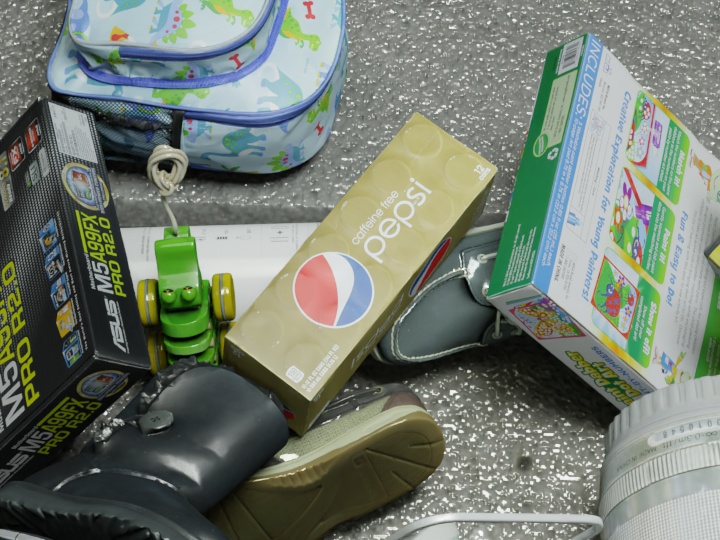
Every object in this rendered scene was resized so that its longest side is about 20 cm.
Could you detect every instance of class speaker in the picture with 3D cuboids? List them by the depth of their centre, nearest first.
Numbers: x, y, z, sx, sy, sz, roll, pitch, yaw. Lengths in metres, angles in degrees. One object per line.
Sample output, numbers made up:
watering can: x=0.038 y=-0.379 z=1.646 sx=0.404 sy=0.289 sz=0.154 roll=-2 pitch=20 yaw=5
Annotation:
speaker: x=-0.089 y=0.009 z=1.207 sx=0.197 sy=0.082 sz=0.082 roll=-2 pitch=57 yaw=-2

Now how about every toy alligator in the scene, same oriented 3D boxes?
toy alligator: x=-0.109 y=0.020 z=1.127 sx=0.059 sy=0.202 sz=0.055 roll=-5 pitch=38 yaw=1

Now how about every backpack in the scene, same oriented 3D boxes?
backpack: x=-0.108 y=-0.164 z=1.278 sx=0.198 sy=0.147 sz=0.185 roll=10 pitch=60 yaw=2

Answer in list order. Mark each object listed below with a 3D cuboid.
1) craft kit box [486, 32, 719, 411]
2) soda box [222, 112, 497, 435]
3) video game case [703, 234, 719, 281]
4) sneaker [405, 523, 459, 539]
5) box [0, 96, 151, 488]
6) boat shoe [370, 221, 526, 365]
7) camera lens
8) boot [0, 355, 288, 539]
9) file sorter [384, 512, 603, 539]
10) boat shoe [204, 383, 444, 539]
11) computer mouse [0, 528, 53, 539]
craft kit box: x=0.177 y=-0.016 z=1.177 sx=0.197 sy=0.048 sz=0.201 roll=37 pitch=53 yaw=-28
soda box: x=0.000 y=0.000 z=1.133 sx=0.067 sy=0.064 sz=0.200 roll=35 pitch=66 yaw=10
video game case: x=0.292 y=0.069 z=1.111 sx=0.025 sy=0.200 sz=0.181 roll=-43 pitch=65 yaw=4
sneaker: x=0.027 y=0.243 z=1.076 sx=0.118 sy=0.074 sz=0.201 roll=44 pitch=50 yaw=-1
box: x=-0.213 y=0.017 z=1.161 sx=0.044 sy=0.160 sz=0.202 roll=16 pitch=46 yaw=-42
boat shoe: x=0.094 y=0.010 z=1.199 sx=0.199 sy=0.074 sz=0.062 roll=-25 pitch=29 yaw=-26
camera lens: x=0.220 y=0.182 z=1.054 sx=0.158 sy=0.161 sz=0.202 roll=0 pitch=57 yaw=-1
boot: x=-0.094 y=0.119 z=1.027 sx=0.199 sy=0.077 sz=0.168 roll=8 pitch=34 yaw=41
file sorter: x=0.071 y=0.243 z=0.977 sx=0.138 sy=0.124 sz=0.202 roll=6 pitch=62 yaw=-31
boat shoe: x=-0.045 y=0.131 z=1.143 sx=0.199 sy=0.072 sz=0.066 roll=-24 pitch=31 yaw=-1
computer mouse: x=-0.197 y=0.146 z=0.980 sx=0.199 sy=0.142 sz=0.046 roll=-3 pitch=25 yaw=47
